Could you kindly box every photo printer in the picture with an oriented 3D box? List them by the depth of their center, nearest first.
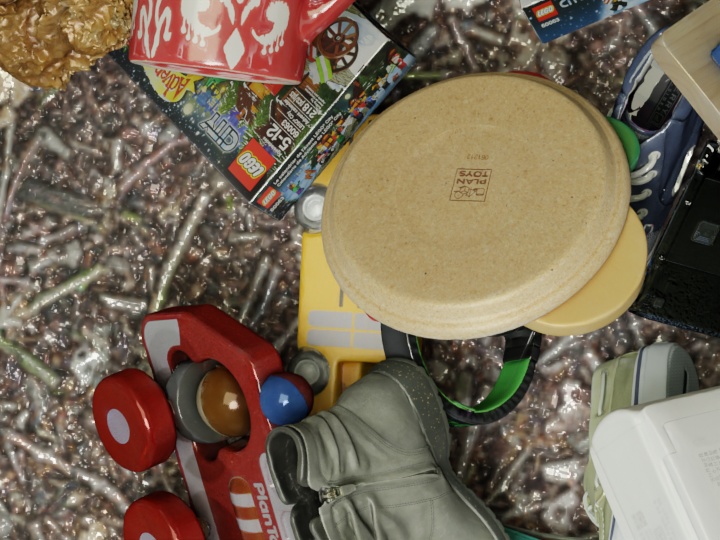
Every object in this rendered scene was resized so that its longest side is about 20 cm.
[{"bbox_3d":[0.249,0.144,1.624,0.069,0.200,0.167,-41,67,47],"label":"photo printer"}]

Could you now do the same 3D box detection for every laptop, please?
[{"bbox_3d":[0.275,-0.057,1.667,0.177,0.103,0.200,15,119,-14],"label":"laptop"}]

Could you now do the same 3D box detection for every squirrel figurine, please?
[{"bbox_3d":[-0.177,-0.223,1.757,0.187,0.142,0.200,-23,69,15],"label":"squirrel figurine"}]

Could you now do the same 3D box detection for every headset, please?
[{"bbox_3d":[0.078,-0.001,1.705,0.094,0.123,0.200,-12,65,44],"label":"headset"}]

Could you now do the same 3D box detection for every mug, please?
[{"bbox_3d":[-0.061,-0.217,1.641,0.177,0.133,0.200,9,91,40],"label":"mug"}]

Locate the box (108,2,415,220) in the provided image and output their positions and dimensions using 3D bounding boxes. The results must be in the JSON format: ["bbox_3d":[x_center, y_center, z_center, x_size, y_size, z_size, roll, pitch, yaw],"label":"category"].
[{"bbox_3d":[-0.073,-0.145,1.754,0.137,0.038,0.200,-49,54,7],"label":"box"}]

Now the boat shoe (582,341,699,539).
[{"bbox_3d":[0.171,0.136,1.677,0.062,0.072,0.200,-15,45,31],"label":"boat shoe"}]

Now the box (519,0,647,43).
[{"bbox_3d":[0.187,-0.236,1.689,0.200,0.038,0.137,-22,47,14],"label":"box"}]

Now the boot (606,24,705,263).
[{"bbox_3d":[0.166,-0.064,1.700,0.073,0.090,0.200,24,95,15],"label":"boot"}]

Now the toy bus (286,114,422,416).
[{"bbox_3d":[0.000,0.000,1.760,0.078,0.065,0.200,2,89,14],"label":"toy bus"}]

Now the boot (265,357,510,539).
[{"bbox_3d":[0.015,0.163,1.636,0.068,0.131,0.200,-15,105,45],"label":"boot"}]

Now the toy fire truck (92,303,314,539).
[{"bbox_3d":[-0.072,0.118,1.705,0.168,0.112,0.200,-4,102,52],"label":"toy fire truck"}]

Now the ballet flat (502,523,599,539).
[{"bbox_3d":[0.134,0.203,1.711,0.200,0.064,0.067,13,53,27],"label":"ballet flat"}]

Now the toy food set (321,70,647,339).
[{"bbox_3d":[0.074,-0.041,1.642,0.200,0.049,0.198,-11,55,11],"label":"toy food set"}]

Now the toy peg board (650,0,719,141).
[{"bbox_3d":[0.317,-0.120,1.593,0.200,0.098,0.199,-35,84,-29],"label":"toy peg board"}]
